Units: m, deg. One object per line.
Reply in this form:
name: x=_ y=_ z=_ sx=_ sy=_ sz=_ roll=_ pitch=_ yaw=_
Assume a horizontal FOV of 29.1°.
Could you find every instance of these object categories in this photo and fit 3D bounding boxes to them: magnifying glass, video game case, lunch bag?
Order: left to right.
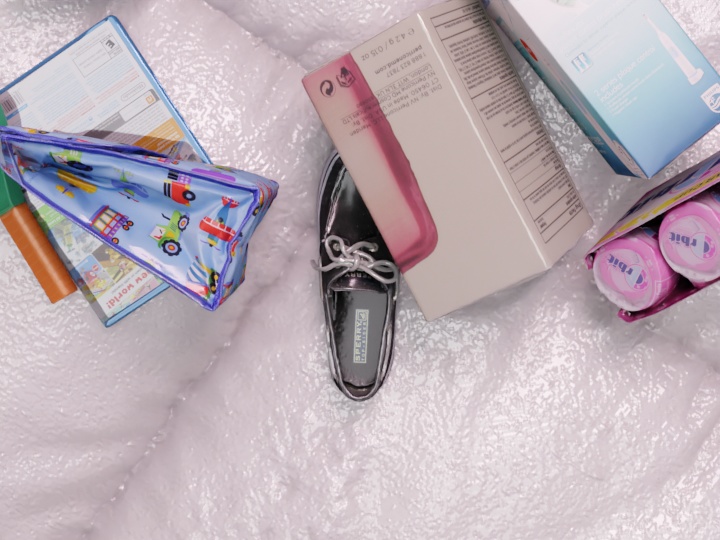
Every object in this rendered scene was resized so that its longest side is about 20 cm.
magnifying glass: x=-0.280 y=-0.066 z=1.075 sx=0.079 sy=0.022 sz=0.200 roll=-26 pitch=96 yaw=34
video game case: x=-0.196 y=-0.077 z=1.087 sx=0.143 sy=0.018 sz=0.200 roll=-33 pitch=93 yaw=4
lunch bag: x=-0.171 y=-0.055 z=1.003 sx=0.199 sy=0.151 sz=0.094 roll=21 pitch=96 yaw=-1

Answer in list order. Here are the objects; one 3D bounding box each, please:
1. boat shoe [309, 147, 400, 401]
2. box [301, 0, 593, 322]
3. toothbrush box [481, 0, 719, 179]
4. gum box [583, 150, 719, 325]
boat shoe: x=-0.003 y=0.000 z=1.062 sx=0.073 sy=0.068 sz=0.200 roll=5 pitch=95 yaw=1
box: x=0.066 y=-0.084 z=1.009 sx=0.109 sy=0.128 sz=0.200 roll=-25 pitch=94 yaw=28
toothbrush box: x=0.167 y=-0.169 z=1.002 sx=0.085 sy=0.146 sz=0.200 roll=-38 pitch=94 yaw=5
gum box: x=0.260 y=-0.043 z=0.984 sx=0.200 sy=0.113 sz=0.066 roll=-33 pitch=93 yaw=46
